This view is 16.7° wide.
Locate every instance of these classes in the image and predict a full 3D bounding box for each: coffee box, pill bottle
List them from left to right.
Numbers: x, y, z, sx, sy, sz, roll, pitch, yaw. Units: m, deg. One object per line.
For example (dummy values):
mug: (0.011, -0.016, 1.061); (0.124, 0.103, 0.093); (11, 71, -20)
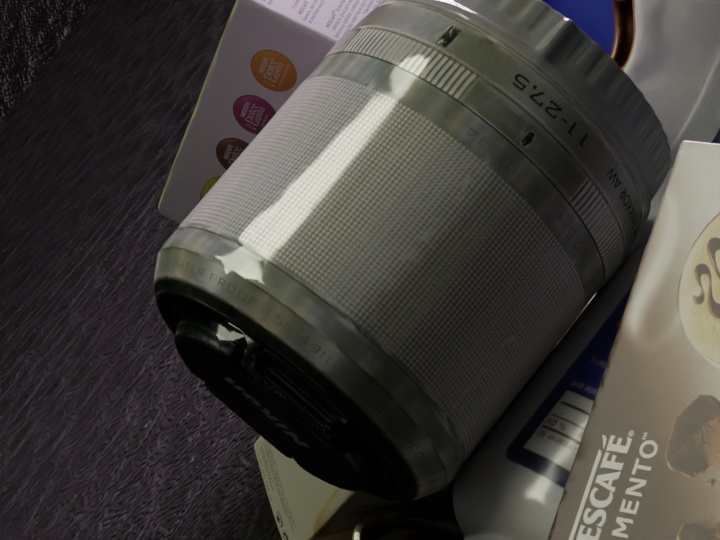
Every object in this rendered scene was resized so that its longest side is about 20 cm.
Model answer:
coffee box: (0.014, -0.117, 1.569); (0.200, 0.197, 0.200); (-63, -1, -45)
pill bottle: (0.111, 0.097, 1.075); (0.200, 0.120, 0.120); (-51, 17, -16)
coffee box: (0.158, 0.059, 0.963); (0.113, 0.080, 0.200); (9, 71, 37)

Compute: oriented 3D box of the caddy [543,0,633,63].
caddy: (0.121, -0.140, 1.265); (0.200, 0.105, 0.141); (-44, -4, -48)

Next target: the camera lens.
camera lens: (0.020, -0.013, 1.076); (0.200, 0.160, 0.160); (-50, 17, -15)

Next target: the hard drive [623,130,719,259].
hard drive: (0.170, -0.047, 1.162); (0.132, 0.027, 0.200); (-47, 20, -17)

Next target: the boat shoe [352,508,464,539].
boat shoe: (0.026, 0.148, 1.234); (0.072, 0.076, 0.200); (-56, 18, -25)

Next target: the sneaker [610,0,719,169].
sneaker: (0.157, -0.152, 1.136); (0.073, 0.085, 0.200); (-153, 87, -85)

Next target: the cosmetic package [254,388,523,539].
cosmetic package: (0.022, 0.080, 1.243); (0.105, 0.071, 0.200); (-14, -16, -18)
